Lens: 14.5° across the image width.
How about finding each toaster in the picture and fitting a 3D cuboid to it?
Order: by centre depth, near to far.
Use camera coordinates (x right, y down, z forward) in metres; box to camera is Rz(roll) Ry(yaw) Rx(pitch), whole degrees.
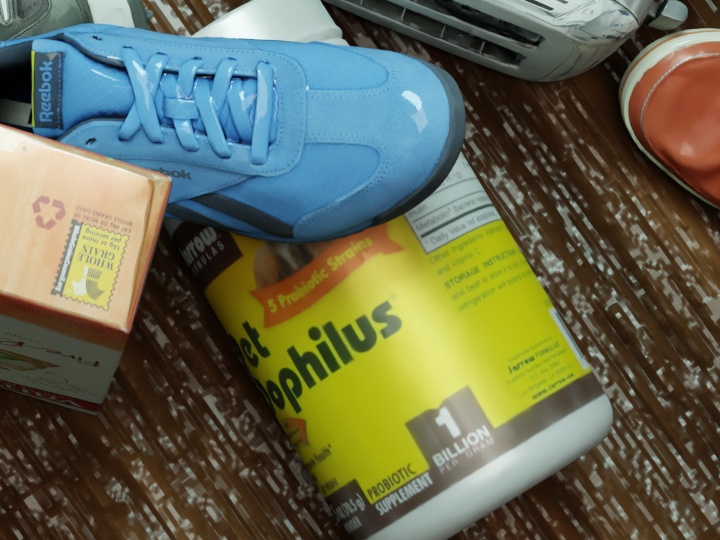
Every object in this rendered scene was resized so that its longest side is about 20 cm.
[{"bbox_3d":[0.041,-0.159,1.075,0.199,0.114,0.130,22,79,-7],"label":"toaster"}]

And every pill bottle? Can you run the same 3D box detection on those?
[{"bbox_3d":[0.000,0.000,1.040,0.109,0.109,0.201,-30,84,-12],"label":"pill bottle"}]

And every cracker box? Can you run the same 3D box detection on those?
[{"bbox_3d":[-0.141,-0.006,0.974,0.133,0.200,0.058,16,78,-4],"label":"cracker box"}]

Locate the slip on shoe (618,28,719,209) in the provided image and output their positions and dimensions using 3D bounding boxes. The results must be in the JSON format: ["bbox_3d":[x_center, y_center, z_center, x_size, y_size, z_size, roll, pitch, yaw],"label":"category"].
[{"bbox_3d":[0.189,-0.027,1.088,0.199,0.061,0.074,33,110,-2],"label":"slip on shoe"}]

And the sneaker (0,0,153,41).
[{"bbox_3d":[-0.159,-0.158,1.069,0.090,0.066,0.201,-25,86,-14],"label":"sneaker"}]

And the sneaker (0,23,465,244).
[{"bbox_3d":[-0.063,-0.050,0.962,0.199,0.078,0.066,4,81,31],"label":"sneaker"}]
